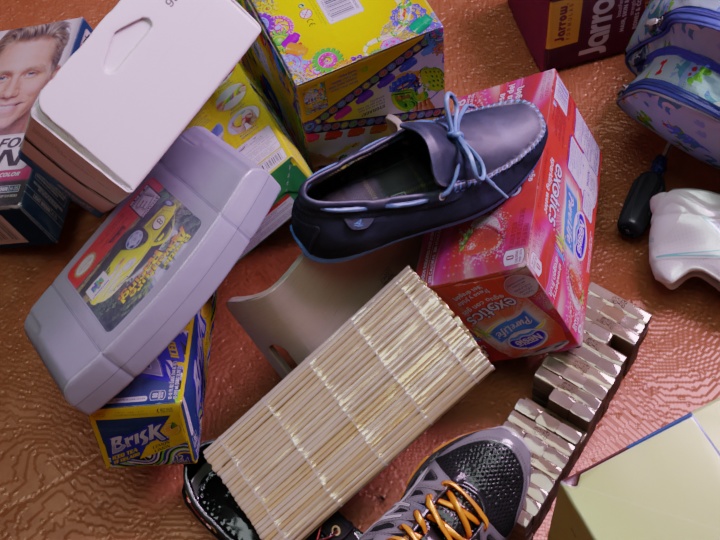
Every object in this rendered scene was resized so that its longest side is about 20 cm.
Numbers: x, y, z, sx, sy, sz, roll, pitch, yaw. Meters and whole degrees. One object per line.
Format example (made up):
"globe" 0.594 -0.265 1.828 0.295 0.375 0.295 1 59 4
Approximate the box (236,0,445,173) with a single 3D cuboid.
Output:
"box" -0.026 -0.180 0.937 0.121 0.193 0.201 -23 61 -9

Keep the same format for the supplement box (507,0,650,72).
"supplement box" 0.239 -0.277 1.007 0.198 0.131 0.104 -16 59 -4

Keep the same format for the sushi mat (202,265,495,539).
"sushi mat" -0.009 0.095 0.780 0.200 0.012 0.096 -42 68 -1

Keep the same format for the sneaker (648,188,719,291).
"sneaker" 0.322 -0.008 0.887 0.198 0.070 0.081 8 75 13

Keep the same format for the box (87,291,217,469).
"box" -0.150 0.050 0.852 0.069 0.065 0.201 -4 41 2

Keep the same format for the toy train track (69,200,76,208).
"toy train track" -0.172 -0.066 0.977 0.197 0.033 0.116 -1 56 13

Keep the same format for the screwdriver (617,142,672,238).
"screwdriver" 0.260 -0.108 0.968 0.029 0.028 0.201 32 62 -10

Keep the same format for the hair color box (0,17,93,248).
"hair color box" -0.291 -0.119 0.987 0.099 0.061 0.202 -4 58 21

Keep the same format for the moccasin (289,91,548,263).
"moccasin" 0.047 -0.066 0.774 0.199 0.068 0.081 -31 63 -16

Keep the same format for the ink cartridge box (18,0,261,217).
"ink cartridge box" -0.162 -0.123 0.801 0.084 0.200 0.145 39 77 -13

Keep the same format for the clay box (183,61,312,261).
"clay box" -0.113 -0.090 0.894 0.115 0.048 0.201 -38 40 7

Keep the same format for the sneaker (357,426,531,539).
"sneaker" 0.039 0.181 0.732 0.078 0.077 0.200 43 81 9

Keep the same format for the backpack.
"backpack" 0.303 -0.157 0.877 0.182 0.200 0.148 30 86 1

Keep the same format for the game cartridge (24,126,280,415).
"game cartridge" -0.145 -0.004 0.782 0.201 0.041 0.133 -50 40 -4

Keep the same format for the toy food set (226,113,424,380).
"toy food set" 0.000 0.000 0.865 0.060 0.144 0.201 13 56 46

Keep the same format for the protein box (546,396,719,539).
"protein box" 0.217 0.214 0.679 0.134 0.201 0.200 -24 60 -10

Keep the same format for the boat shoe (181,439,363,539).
"boat shoe" -0.045 0.192 0.797 0.200 0.063 0.074 32 66 20

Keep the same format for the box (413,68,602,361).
"box" 0.117 -0.042 0.867 0.095 0.100 0.202 -13 46 32

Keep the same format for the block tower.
"block tower" 0.143 0.108 0.833 0.057 0.054 0.201 29 66 21
